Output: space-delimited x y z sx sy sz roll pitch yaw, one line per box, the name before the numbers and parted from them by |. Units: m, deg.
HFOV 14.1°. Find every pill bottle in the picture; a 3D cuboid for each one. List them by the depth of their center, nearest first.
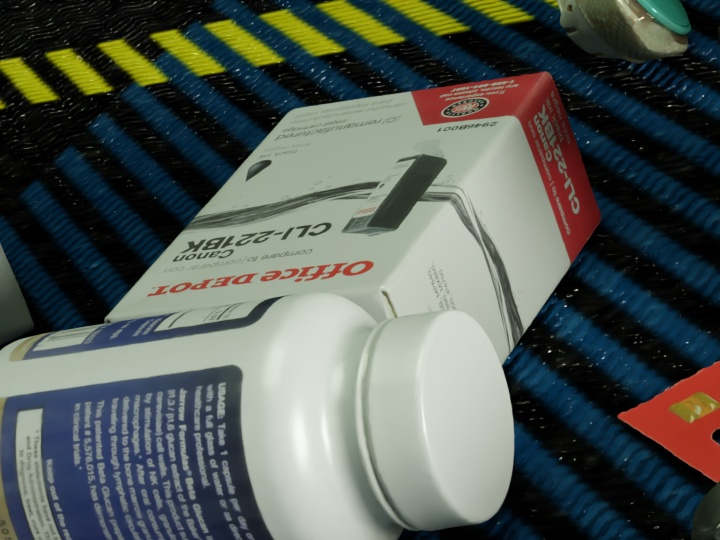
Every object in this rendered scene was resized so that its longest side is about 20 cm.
pill bottle | -0.046 0.069 1.138 0.200 0.111 0.111 -9 26 27

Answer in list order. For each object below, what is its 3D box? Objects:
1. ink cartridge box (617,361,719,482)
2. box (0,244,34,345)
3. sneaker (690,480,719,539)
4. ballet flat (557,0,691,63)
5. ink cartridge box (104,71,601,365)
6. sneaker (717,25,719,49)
ink cartridge box | 0.211 0.017 1.111 0.200 0.050 0.161 -25 23 -14
box | -0.308 -0.022 1.489 0.199 0.172 0.200 -28 24 -14
sneaker | 0.198 0.058 0.989 0.200 0.074 0.080 -19 37 -15
ballet flat | 0.134 -0.142 1.533 0.062 0.067 0.200 -45 13 18
ink cartridge box | 0.000 0.000 1.284 0.144 0.084 0.200 -7 28 30
sneaker | 0.203 -0.077 1.197 0.070 0.078 0.200 -33 -10 21
